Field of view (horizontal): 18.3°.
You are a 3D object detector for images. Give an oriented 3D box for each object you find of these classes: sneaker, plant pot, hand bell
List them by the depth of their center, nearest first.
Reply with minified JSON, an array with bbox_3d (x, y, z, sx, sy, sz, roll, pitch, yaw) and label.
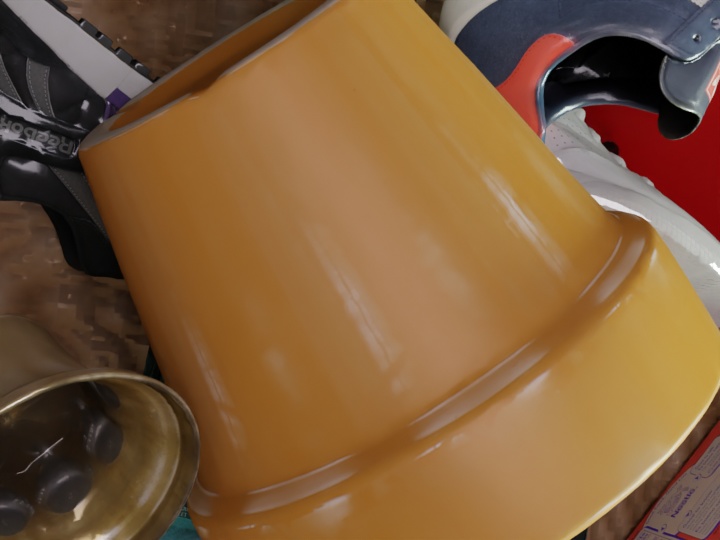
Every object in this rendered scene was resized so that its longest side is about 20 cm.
[{"bbox_3d":[-0.147,0.016,0.792,0.104,0.200,0.104,-21,137,-21],"label":"hand bell"},{"bbox_3d":[0.000,0.000,0.796,0.200,0.200,0.184,-34,103,-13],"label":"plant pot"},{"bbox_3d":[-0.146,-0.071,0.842,0.200,0.076,0.088,38,87,-17],"label":"sneaker"},{"bbox_3d":[0.135,-0.102,0.864,0.199,0.075,0.085,-25,66,1],"label":"sneaker"},{"bbox_3d":[0.077,-0.048,0.917,0.200,0.075,0.089,29,49,-14],"label":"sneaker"}]

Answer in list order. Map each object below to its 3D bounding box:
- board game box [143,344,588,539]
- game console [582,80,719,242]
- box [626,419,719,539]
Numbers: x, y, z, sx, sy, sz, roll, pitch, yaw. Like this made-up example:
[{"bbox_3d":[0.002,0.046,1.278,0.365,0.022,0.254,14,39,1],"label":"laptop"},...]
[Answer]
[{"bbox_3d":[0.006,0.068,0.923,0.199,0.028,0.136,13,88,-19],"label":"board game box"},{"bbox_3d":[0.181,-0.113,0.977,0.172,0.118,0.201,-35,106,-46],"label":"game console"},{"bbox_3d":[0.207,0.097,0.956,0.095,0.103,0.200,43,79,-17],"label":"box"}]
